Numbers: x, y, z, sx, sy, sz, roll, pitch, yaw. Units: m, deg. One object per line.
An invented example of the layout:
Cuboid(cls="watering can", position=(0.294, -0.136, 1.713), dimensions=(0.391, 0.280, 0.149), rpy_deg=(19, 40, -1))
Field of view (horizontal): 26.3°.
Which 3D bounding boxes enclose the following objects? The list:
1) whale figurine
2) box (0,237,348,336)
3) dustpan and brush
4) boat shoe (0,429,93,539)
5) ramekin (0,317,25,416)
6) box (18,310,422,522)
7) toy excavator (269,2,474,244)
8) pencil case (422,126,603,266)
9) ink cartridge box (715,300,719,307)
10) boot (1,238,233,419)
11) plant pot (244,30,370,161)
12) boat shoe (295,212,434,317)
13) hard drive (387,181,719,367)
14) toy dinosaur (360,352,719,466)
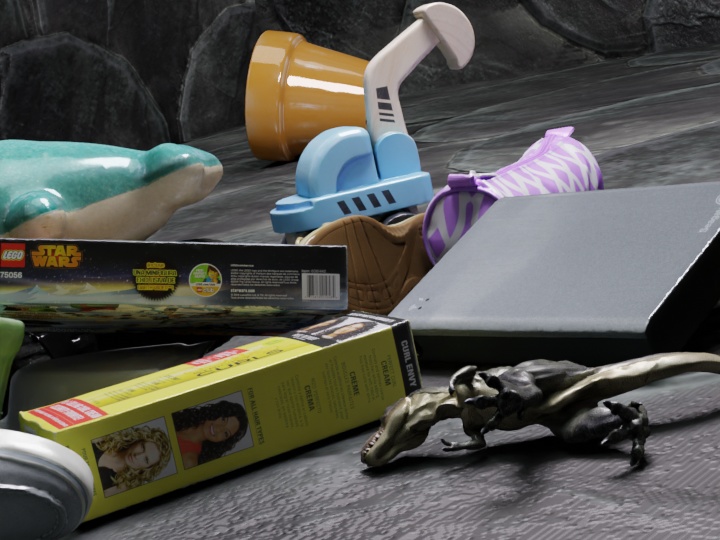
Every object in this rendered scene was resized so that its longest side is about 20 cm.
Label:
Cuboid(cls="whale figurine", position=(-0.196, -0.052, 1.037), dimensions=(0.199, 0.105, 0.159), rpy_deg=(-23, -2, 10))
Cuboid(cls="box", position=(-0.117, 0.012, 0.903), dimensions=(0.198, 0.040, 0.137), rpy_deg=(1, -10, -13))
Cuboid(cls="dustpan and brush", position=(-0.185, 0.084, 0.912), dimensions=(0.198, 0.058, 0.140), rpy_deg=(-6, 4, 0))
Cuboid(cls="boat shoe", position=(-0.219, 0.123, 0.686), dimensions=(0.199, 0.071, 0.072), rpy_deg=(-6, 35, -5))
Cuboid(cls="ramekin", position=(-0.281, 0.065, 0.805), dimensions=(0.198, 0.099, 0.200), rpy_deg=(6, -5, 0))
Cuboid(cls="box", position=(-0.070, 0.072, 0.802), dimensions=(0.199, 0.051, 0.075), rpy_deg=(-17, 10, -24))
Cuboid(cls="toy excavator", position=(0.012, -0.102, 1.250), dimensions=(0.193, 0.202, 0.100), rpy_deg=(-14, 10, -10))
Cuboid(cls="pencil case", position=(0.117, -0.049, 1.164), dimensions=(0.083, 0.086, 0.200), rpy_deg=(-8, 9, 29))
Cuboid(cls="ink cartridge box", position=(0.280, -0.032, 0.978), dimensions=(0.198, 0.041, 0.200), rpy_deg=(-13, 11, -2))
Cuboid(cls="boot", position=(-0.184, 0.044, 1.013), dimensions=(0.210, 0.080, 0.158), rpy_deg=(-20, -1, 20))
Cuboid(cls="plant pot", position=(-0.064, -0.266, 2.398), dimensions=(0.182, 0.202, 0.200), rpy_deg=(6, 14, 13))
Cuboid(cls="boat shoe", position=(0.000, 0.000, 1.099), dimensions=(0.062, 0.074, 0.199), rpy_deg=(-13, -3, 31))
Cuboid(cls="hard drive", position=(0.123, 0.002, 0.885), dimensions=(0.199, 0.033, 0.140), rpy_deg=(-1, 35, 48))
Cuboid(cls="toy dinosaur", position=(0.091, 0.059, 0.696), dimensions=(0.198, 0.048, 0.088), rpy_deg=(-8, 3, 8))
